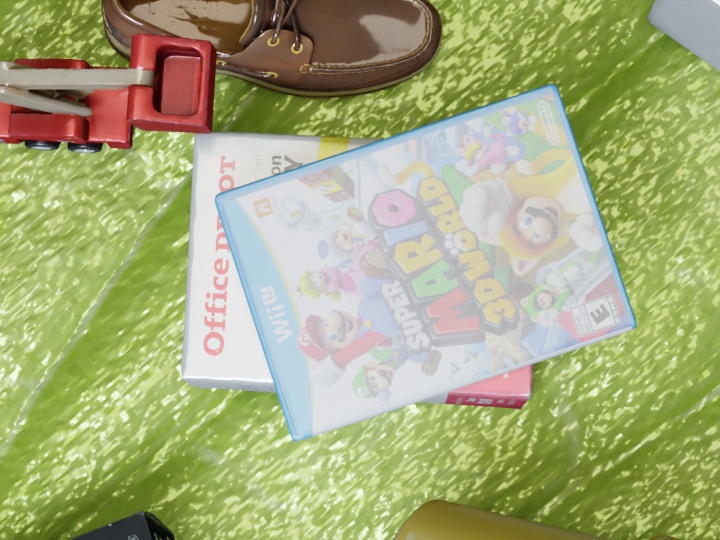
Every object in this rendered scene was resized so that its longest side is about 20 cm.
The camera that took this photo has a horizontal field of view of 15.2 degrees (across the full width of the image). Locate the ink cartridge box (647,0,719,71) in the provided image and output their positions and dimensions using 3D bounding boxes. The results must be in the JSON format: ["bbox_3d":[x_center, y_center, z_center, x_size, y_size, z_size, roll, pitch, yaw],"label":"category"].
[{"bbox_3d":[0.281,-0.193,1.522,0.147,0.145,0.200,35,86,3],"label":"ink cartridge box"}]

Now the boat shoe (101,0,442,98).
[{"bbox_3d":[-0.052,-0.142,1.560,0.199,0.068,0.072,5,85,1],"label":"boat shoe"}]

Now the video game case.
[{"bbox_3d":[0.035,-0.005,1.488,0.199,0.018,0.144,-18,87,-2],"label":"video game case"}]

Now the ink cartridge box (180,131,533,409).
[{"bbox_3d":[0.000,0.000,1.539,0.199,0.083,0.146,3,85,1],"label":"ink cartridge box"}]

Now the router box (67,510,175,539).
[{"bbox_3d":[-0.153,0.253,1.493,0.149,0.062,0.201,-21,69,7],"label":"router box"}]

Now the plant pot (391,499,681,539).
[{"bbox_3d":[0.097,0.220,1.472,0.188,0.201,0.201,24,85,17],"label":"plant pot"}]

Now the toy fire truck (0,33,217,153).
[{"bbox_3d":[-0.179,-0.100,1.521,0.199,0.141,0.049,3,85,1],"label":"toy fire truck"}]
